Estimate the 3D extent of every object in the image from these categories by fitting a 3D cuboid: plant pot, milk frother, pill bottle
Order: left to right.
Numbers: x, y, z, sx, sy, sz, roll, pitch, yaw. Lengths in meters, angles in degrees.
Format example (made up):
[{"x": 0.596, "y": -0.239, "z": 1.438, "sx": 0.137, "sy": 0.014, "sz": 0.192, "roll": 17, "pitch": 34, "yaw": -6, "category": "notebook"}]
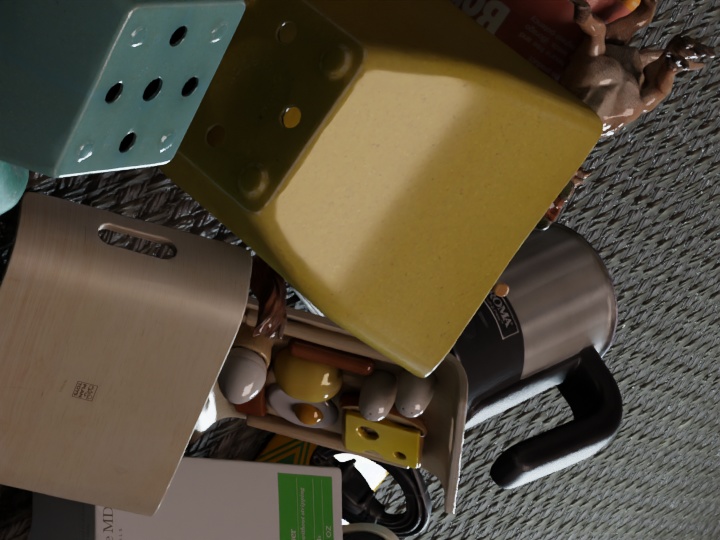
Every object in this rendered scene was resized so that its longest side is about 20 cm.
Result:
[{"x": -0.163, "y": -0.135, "z": 1.226, "sx": 0.141, "sy": 0.200, "sz": 0.142, "roll": -11, "pitch": 135, "yaw": -56, "category": "plant pot"}, {"x": -0.016, "y": -0.083, "z": 1.600, "sx": 0.196, "sy": 0.194, "sz": 0.200, "roll": -55, "pitch": 147, "yaw": 8, "category": "plant pot"}, {"x": 0.070, "y": 0.084, "z": 1.976, "sx": 0.188, "sy": 0.181, "sz": 0.200, "roll": -21, "pitch": 179, "yaw": -44, "category": "milk frother"}, {"x": 0.094, "y": -0.142, "z": 1.797, "sx": 0.200, "sy": 0.112, "sz": 0.112, "roll": -55, "pitch": 156, "yaw": 7, "category": "pill bottle"}]

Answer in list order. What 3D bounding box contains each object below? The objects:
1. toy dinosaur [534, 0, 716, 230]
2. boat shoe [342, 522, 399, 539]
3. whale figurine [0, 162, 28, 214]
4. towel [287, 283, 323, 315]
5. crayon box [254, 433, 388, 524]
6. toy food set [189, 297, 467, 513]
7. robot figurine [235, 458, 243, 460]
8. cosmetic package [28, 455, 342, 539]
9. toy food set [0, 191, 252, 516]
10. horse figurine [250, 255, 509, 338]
[{"x": 0.147, "y": -0.109, "z": 1.720, "sx": 0.136, "sy": 0.086, "sz": 0.200, "roll": -54, "pitch": 169, "yaw": 27, "category": "toy dinosaur"}, {"x": -0.067, "y": 0.236, "z": 1.970, "sx": 0.068, "sy": 0.199, "sz": 0.072, "roll": -75, "pitch": 148, "yaw": -60, "category": "boat shoe"}, {"x": -0.241, "y": 0.011, "z": 1.415, "sx": 0.200, "sy": 0.104, "sz": 0.159, "roll": -46, "pitch": 156, "yaw": -12, "category": "whale figurine"}, {"x": 0.027, "y": -0.046, "z": 1.915, "sx": 0.200, "sy": 0.034, "sz": 0.133, "roll": -50, "pitch": 158, "yaw": -7, "category": "towel"}, {"x": -0.035, "y": 0.160, "z": 2.072, "sx": 0.200, "sy": 0.052, "sz": 0.126, "roll": -53, "pitch": 157, "yaw": 2, "category": "crayon box"}, {"x": -0.025, "y": 0.098, "z": 1.822, "sx": 0.144, "sy": 0.199, "sz": 0.061, "roll": 92, "pitch": 16, "yaw": -54, "category": "toy food set"}, {"x": -0.132, "y": 0.208, "z": 1.887, "sx": 0.200, "sy": 0.117, "sz": 0.144, "roll": -34, "pitch": 174, "yaw": -37, "category": "robot figurine"}, {"x": -0.114, "y": 0.180, "z": 1.778, "sx": 0.199, "sy": 0.108, "sz": 0.085, "roll": 6, "pitch": 166, "yaw": -38, "category": "cosmetic package"}, {"x": -0.165, "y": 0.055, "z": 1.613, "sx": 0.143, "sy": 0.061, "sz": 0.201, "roll": 15, "pitch": 122, "yaw": -17, "category": "toy food set"}, {"x": 0.000, "y": 0.000, "z": 1.780, "sx": 0.199, "sy": 0.132, "sz": 0.050, "roll": -5, "pitch": 118, "yaw": -36, "category": "horse figurine"}]
